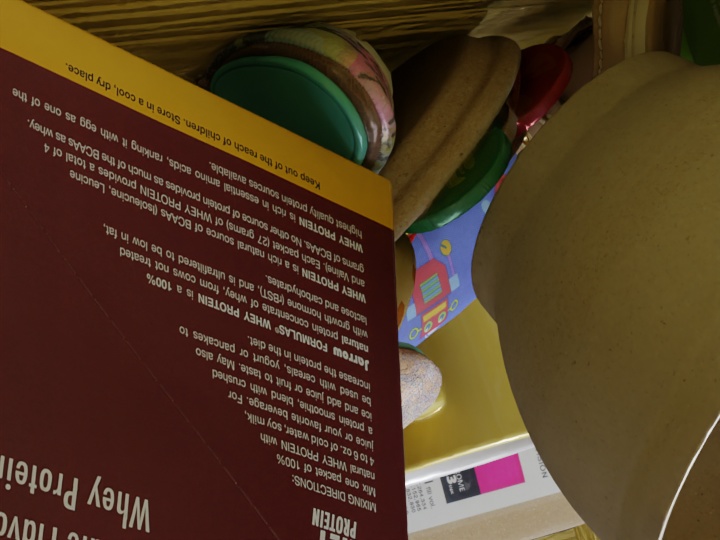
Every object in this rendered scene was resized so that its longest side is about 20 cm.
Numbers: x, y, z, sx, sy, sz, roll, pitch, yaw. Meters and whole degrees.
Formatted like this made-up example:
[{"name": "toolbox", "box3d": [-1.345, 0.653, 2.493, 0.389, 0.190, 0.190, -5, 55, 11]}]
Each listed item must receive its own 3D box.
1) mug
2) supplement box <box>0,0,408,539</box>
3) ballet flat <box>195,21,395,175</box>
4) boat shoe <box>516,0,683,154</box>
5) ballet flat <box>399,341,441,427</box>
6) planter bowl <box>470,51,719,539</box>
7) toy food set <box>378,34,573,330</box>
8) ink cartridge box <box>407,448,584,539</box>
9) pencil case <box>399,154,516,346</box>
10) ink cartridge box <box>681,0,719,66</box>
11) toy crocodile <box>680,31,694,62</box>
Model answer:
[{"name": "mug", "box3d": [0.037, 0.027, 1.277, 0.149, 0.153, 0.187, -13, 171, -21]}, {"name": "supplement box", "box3d": [-0.097, 0.050, 0.774, 0.133, 0.200, 0.197, -22, 149, 36]}, {"name": "ballet flat", "box3d": [-0.030, -0.054, 0.918, 0.071, 0.069, 0.200, -32, -178, -32]}, {"name": "boat shoe", "box3d": [0.093, -0.061, 1.004, 0.069, 0.074, 0.200, 10, 153, 8]}, {"name": "ballet flat", "box3d": [-0.060, 0.082, 1.001, 0.200, 0.067, 0.068, -13, 140, 3]}, {"name": "planter bowl", "box3d": [0.127, 0.004, 0.881, 0.200, 0.135, 0.200, -35, 150, -24]}, {"name": "toy food set", "box3d": [0.000, -0.018, 0.950, 0.198, 0.049, 0.200, -48, -169, -9]}, {"name": "ink cartridge box", "box3d": [0.040, 0.083, 1.510, 0.164, 0.200, 0.075, -13, 172, -31]}, {"name": "pencil case", "box3d": [0.000, 0.000, 1.110, 0.087, 0.078, 0.200, 21, -138, 35]}, {"name": "ink cartridge box", "box3d": [0.236, -0.068, 1.035, 0.076, 0.148, 0.200, -23, 170, 38]}, {"name": "toy crocodile", "box3d": [0.188, -0.094, 1.102, 0.067, 0.062, 0.200, 28, -157, 38]}]
